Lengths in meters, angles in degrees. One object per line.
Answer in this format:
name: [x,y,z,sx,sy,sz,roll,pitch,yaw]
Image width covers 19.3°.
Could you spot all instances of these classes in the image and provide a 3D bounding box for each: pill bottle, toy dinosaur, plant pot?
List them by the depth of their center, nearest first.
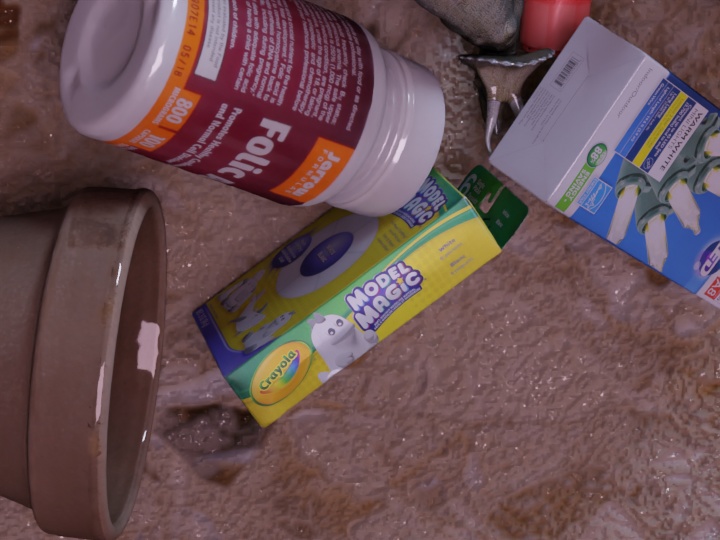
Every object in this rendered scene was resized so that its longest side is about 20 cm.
pill bottle: [-0.058,-0.102,1.193,0.200,0.114,0.114,18,102,-35]
plant pot: [-0.210,0.044,1.194,0.174,0.200,0.200,7,106,2]
toy dinosaur: [0.055,-0.169,1.208,0.077,0.102,0.200,-31,133,10]

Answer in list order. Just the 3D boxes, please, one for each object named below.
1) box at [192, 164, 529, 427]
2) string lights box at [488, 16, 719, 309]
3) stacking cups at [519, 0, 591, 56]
box: [0.000,0.000,1.255,0.200,0.117,0.048,-35,113,-2]
string lights box: [0.177,-0.061,1.269,0.200,0.059,0.103,27,100,-46]
stacking cups: [0.126,-0.226,1.244,0.060,0.061,0.200,-2,108,-13]
